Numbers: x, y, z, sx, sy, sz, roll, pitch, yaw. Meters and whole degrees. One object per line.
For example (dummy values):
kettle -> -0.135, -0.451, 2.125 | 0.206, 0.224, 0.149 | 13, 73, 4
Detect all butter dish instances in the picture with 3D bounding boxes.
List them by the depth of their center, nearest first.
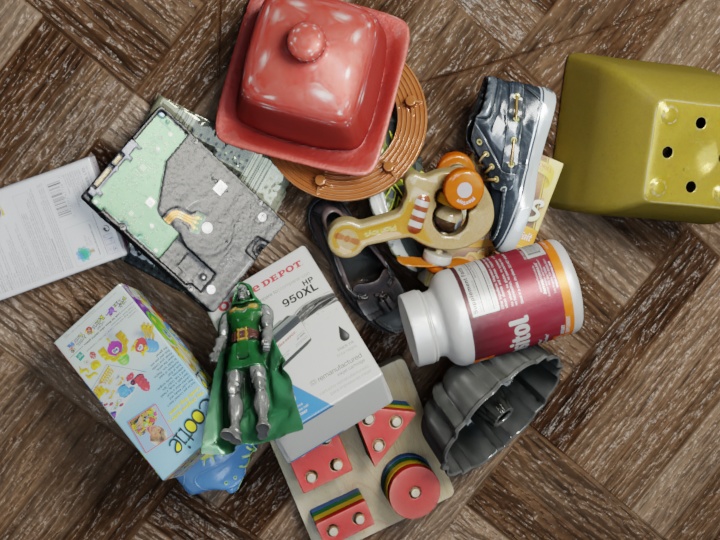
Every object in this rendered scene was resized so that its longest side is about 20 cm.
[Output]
butter dish -> -0.056, -0.231, 1.366 | 0.197, 0.148, 0.203 | 14, 79, 4

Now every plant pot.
plant pot -> 0.358, -0.150, 1.476 | 0.192, 0.200, 0.198 | 4, 100, -12

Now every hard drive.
hard drive -> -0.202, -0.069, 1.409 | 0.200, 0.038, 0.140 | 42, 75, -16

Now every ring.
ring -> -0.020, -0.181, 1.440 | 0.197, 0.019, 0.204 | 0, 80, 2

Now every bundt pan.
bundt pan -> 0.153, 0.156, 1.516 | 0.202, 0.202, 0.076 | -45, 63, -1

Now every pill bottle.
pill bottle -> 0.148, 0.043, 1.421 | 0.197, 0.113, 0.115 | -16, 104, -5

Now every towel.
towel -> -0.200, -0.080, 1.463 | 0.191, 0.035, 0.202 | 28, 96, -13

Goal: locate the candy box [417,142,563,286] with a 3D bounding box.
candy box -> 0.160, -0.061, 1.525 | 0.114, 0.055, 0.203 | 19, 98, -14

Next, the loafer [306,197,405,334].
loafer -> 0.000, 0.000, 1.499 | 0.071, 0.063, 0.201 | -34, 106, -3

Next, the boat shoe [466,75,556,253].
boat shoe -> 0.162, -0.126, 1.454 | 0.089, 0.071, 0.204 | 13, 92, -9

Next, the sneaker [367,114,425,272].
sneaker -> 0.048, -0.094, 1.482 | 0.084, 0.075, 0.202 | -25, 105, -1

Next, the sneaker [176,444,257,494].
sneaker -> -0.150, 0.205, 1.507 | 0.198, 0.076, 0.106 | -28, 108, 2

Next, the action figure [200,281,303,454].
action figure -> -0.127, 0.097, 1.361 | 0.116, 0.202, 0.055 | -12, 141, 6

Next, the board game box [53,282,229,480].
board game box -> -0.241, 0.129, 1.418 | 0.105, 0.103, 0.201 | -40, 82, -1

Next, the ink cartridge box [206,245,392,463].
ink cartridge box -> -0.074, 0.095, 1.433 | 0.143, 0.201, 0.085 | -30, 150, -6

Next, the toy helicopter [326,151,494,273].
toy helicopter -> 0.059, -0.048, 1.424 | 0.197, 0.079, 0.134 | -14, 112, 0

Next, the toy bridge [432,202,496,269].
toy bridge -> 0.145, 0.007, 1.493 | 0.067, 0.027, 0.200 | -41, 104, 2

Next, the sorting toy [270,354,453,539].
sorting toy -> 0.004, 0.243, 1.546 | 0.196, 0.070, 0.203 | -23, 105, -7

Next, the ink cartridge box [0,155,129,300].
ink cartridge box -> -0.379, -0.043, 1.413 | 0.197, 0.042, 0.121 | -20, 100, -3
